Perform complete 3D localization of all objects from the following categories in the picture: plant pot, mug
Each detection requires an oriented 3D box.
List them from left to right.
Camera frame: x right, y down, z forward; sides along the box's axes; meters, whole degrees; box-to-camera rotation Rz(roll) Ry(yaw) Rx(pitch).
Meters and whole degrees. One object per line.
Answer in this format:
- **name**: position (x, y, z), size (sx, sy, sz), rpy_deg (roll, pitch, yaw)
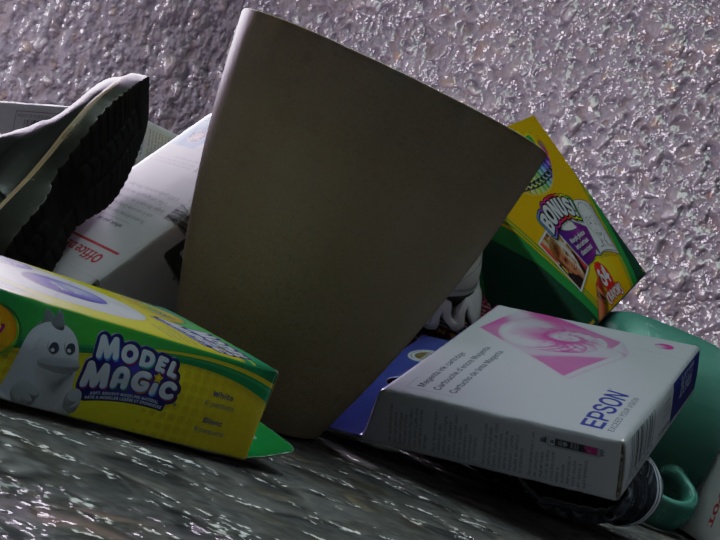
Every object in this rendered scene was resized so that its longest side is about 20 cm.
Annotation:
- **plant pot**: position (-0.024, -0.015, 0.711), size (0.187, 0.200, 0.187), rpy_deg (26, 4, -2)
- **mug**: position (0.217, 0.111, 1.029), size (0.114, 0.152, 0.185), rpy_deg (22, -1, -10)

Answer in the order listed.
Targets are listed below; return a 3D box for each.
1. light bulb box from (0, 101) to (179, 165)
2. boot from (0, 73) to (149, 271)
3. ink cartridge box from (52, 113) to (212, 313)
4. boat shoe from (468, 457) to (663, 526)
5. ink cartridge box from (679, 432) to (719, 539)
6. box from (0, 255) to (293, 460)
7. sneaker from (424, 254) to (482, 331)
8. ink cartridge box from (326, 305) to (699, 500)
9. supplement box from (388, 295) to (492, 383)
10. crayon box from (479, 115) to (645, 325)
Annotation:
- **light bulb box**: position (-0.242, -0.068, 1.179), size (0.198, 0.125, 0.200), rpy_deg (8, -6, 26)
- **boot**: position (-0.227, -0.072, 0.772), size (0.138, 0.078, 0.200), rpy_deg (18, 43, 12)
- **ink cartridge box**: position (-0.130, -0.015, 0.808), size (0.116, 0.200, 0.067), rpy_deg (21, -36, 52)
- **boat shoe**: position (0.100, 0.107, 0.836), size (0.200, 0.071, 0.091), rpy_deg (22, -1, 26)
- **ink cartridge box**: position (0.328, 0.168, 1.023), size (0.125, 0.129, 0.200), rpy_deg (22, 0, -11)
- **box**: position (-0.127, 0.031, 0.547), size (0.200, 0.048, 0.117), rpy_deg (24, -1, -39)
- **sneaker**: position (0.000, 0.000, 0.914), size (0.200, 0.081, 0.075), rpy_deg (-5, 31, -26)
- **ink cartridge box**: position (0.093, 0.069, 0.794), size (0.200, 0.043, 0.196), rpy_deg (12, 18, 23)
- **supplement box**: position (0.070, 0.042, 1.044), size (0.110, 0.086, 0.200), rpy_deg (22, 33, 2)
- **crayon box**: position (0.143, -0.032, 1.042), size (0.173, 0.058, 0.200), rpy_deg (56, 28, 3)
